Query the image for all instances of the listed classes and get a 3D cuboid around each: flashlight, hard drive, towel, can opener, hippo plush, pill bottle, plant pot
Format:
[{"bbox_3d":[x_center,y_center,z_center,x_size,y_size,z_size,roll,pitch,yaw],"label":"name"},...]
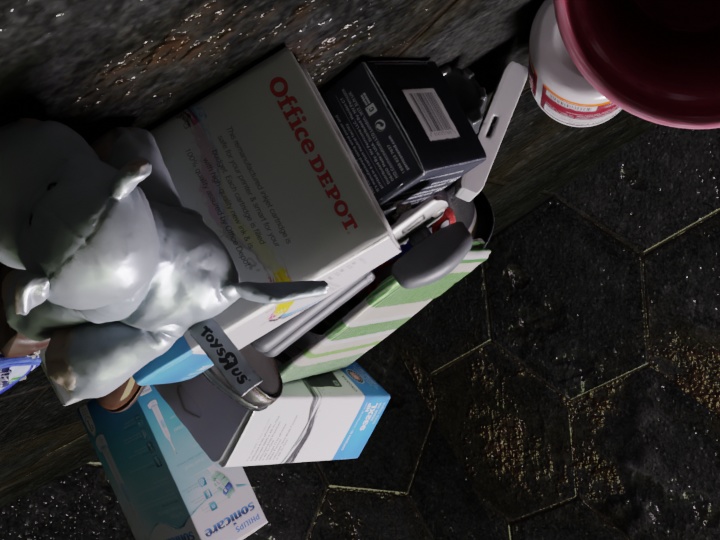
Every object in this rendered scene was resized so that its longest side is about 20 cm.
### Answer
[{"bbox_3d":[0.087,-0.152,1.090,0.066,0.069,0.200,11,168,2],"label":"flashlight"},{"bbox_3d":[0.137,-0.143,1.142,0.200,0.026,0.134,-29,141,-87],"label":"hard drive"},{"bbox_3d":[0.020,0.036,0.990,0.199,0.024,0.152,-39,166,22],"label":"towel"},{"bbox_3d":[-0.003,0.008,0.859,0.198,0.067,0.053,-33,162,0],"label":"can opener"},{"bbox_3d":[-0.157,0.002,0.612,0.160,0.199,0.161,-51,164,4],"label":"hippo plush"},{"bbox_3d":[0.219,-0.204,1.042,0.112,0.114,0.200,-30,175,7],"label":"pill bottle"},{"bbox_3d":[0.241,-0.217,0.755,0.198,0.201,0.179,-32,-171,24],"label":"plant pot"}]

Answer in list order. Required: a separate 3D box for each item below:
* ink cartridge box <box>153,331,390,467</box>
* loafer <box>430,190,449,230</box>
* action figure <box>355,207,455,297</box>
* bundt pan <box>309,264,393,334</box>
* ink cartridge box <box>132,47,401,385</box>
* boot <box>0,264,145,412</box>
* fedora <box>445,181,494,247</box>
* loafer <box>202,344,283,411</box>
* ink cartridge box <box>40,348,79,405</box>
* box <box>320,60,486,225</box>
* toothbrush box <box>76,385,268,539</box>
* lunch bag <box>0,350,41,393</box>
[{"bbox_3d":[-0.089,0.115,1.063,0.198,0.145,0.085,8,118,-51],"label":"ink cartridge box"},{"bbox_3d":[0.022,-0.081,1.212,0.198,0.064,0.071,4,-157,43],"label":"loafer"},{"bbox_3d":[0.000,0.000,0.967,0.198,0.052,0.065,-34,172,7],"label":"action figure"},{"bbox_3d":[-0.017,-0.016,1.108,0.200,0.076,0.204,-29,-148,20],"label":"bundt pan"},{"bbox_3d":[-0.090,-0.032,0.773,0.198,0.149,0.146,-30,174,3],"label":"ink cartridge box"},{"bbox_3d":[-0.239,0.054,0.885,0.200,0.063,0.190,-24,132,-68],"label":"boot"},{"bbox_3d":[0.068,-0.080,1.322,0.198,0.201,0.093,-28,141,-18],"label":"fedora"},{"bbox_3d":[-0.114,0.029,0.893,0.071,0.202,0.073,-22,-158,23],"label":"loafer"},{"bbox_3d":[-0.226,0.054,1.133,0.144,0.086,0.199,-33,172,33],"label":"ink cartridge box"},{"bbox_3d":[-0.012,-0.084,0.931,0.199,0.106,0.147,-33,174,28],"label":"box"},{"bbox_3d":[-0.204,0.207,1.139,0.085,0.203,0.146,-22,174,-41],"label":"toothbrush box"},{"bbox_3d":[-0.361,0.096,0.874,0.198,0.076,0.160,-29,176,-2],"label":"lunch bag"}]
